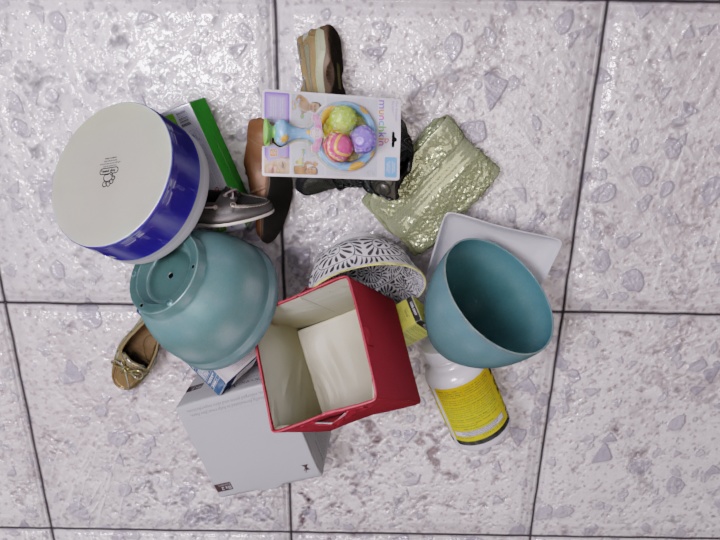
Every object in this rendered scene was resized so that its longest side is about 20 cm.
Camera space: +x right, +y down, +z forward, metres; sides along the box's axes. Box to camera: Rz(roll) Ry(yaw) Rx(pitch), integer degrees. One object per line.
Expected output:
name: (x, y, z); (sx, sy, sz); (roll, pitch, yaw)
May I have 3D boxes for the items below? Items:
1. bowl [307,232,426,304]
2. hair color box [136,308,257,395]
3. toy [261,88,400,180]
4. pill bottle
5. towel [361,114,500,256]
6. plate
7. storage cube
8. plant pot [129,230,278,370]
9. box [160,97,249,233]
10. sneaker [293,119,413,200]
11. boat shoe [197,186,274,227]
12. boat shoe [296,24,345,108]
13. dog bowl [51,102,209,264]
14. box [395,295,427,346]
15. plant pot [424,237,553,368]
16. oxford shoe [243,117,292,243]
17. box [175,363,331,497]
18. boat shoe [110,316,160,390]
bowl: (0.000, 0.000, 0.948); (0.198, 0.095, 0.201); (-9, 153, -5)
hair color box: (-0.259, 0.095, 0.961); (0.200, 0.100, 0.061); (44, 140, 6)
toy: (-0.034, -0.185, 0.803); (0.198, 0.047, 0.117); (0, 96, -13)
pill bottle: (0.181, 0.204, 1.029); (0.112, 0.113, 0.201); (-22, 109, 8)
towel: (0.114, -0.133, 0.948); (0.148, 0.037, 0.200); (41, 105, -14)
plate: (0.207, 0.006, 0.986); (0.197, 0.032, 0.202); (12, 120, -5)
storage cube: (-0.033, 0.131, 0.875); (0.170, 0.180, 0.202); (-22, 68, 19)
plant pot: (-0.234, 0.025, 0.827); (0.199, 0.201, 0.134); (-31, 147, 11)
box: (-0.288, -0.138, 0.915); (0.175, 0.097, 0.202); (-20, 109, 8)
sneaker: (-0.008, -0.148, 0.899); (0.198, 0.115, 0.076); (-21, 148, 6)
boat shoe: (-0.226, -0.098, 0.847); (0.198, 0.067, 0.058); (-4, 114, 2)
boat shoe: (-0.064, -0.257, 0.873); (0.075, 0.072, 0.202); (-5, 82, 22)
dog bowl: (-0.305, -0.115, 0.778); (0.198, 0.079, 0.202); (-6, 74, 21)
box: (0.025, 0.119, 0.996); (0.199, 0.050, 0.075); (-32, 149, 17)
plant pot: (0.176, 0.070, 0.909); (0.199, 0.201, 0.135); (30, 135, -10)
oxford shoe: (-0.153, -0.144, 0.940); (0.071, 0.071, 0.202); (15, 112, 24)
box: (-0.179, 0.264, 1.033); (0.197, 0.131, 0.202); (-15, 110, 11)
boat shoe: (-0.390, 0.136, 1.032); (0.073, 0.063, 0.201); (28, 108, -10)
